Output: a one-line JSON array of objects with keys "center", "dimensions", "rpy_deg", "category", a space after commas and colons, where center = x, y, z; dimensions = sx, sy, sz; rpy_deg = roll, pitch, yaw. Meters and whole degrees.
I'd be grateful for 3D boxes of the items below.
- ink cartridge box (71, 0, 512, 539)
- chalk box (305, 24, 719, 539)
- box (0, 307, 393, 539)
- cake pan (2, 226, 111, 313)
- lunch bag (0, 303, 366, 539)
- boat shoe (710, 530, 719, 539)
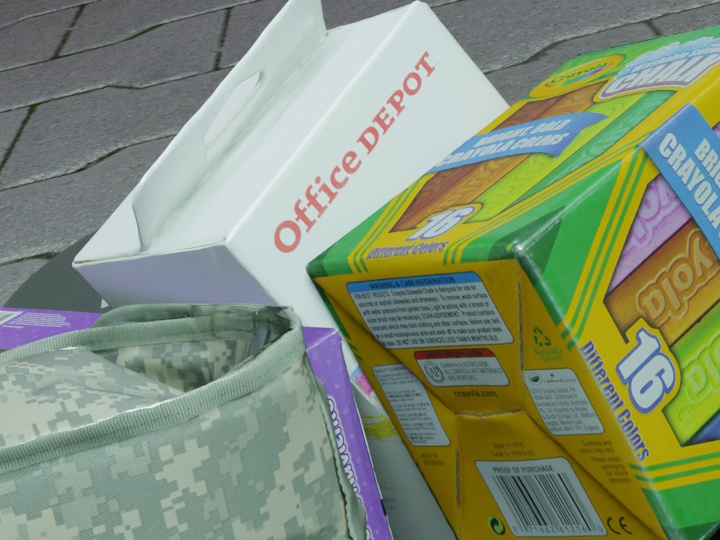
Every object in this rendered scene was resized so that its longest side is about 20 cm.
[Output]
[{"center": [0.000, 0.000, 0.851], "dimensions": [0.129, 0.200, 0.125], "rpy_deg": [-52, 23, -26], "category": "ink cartridge box"}, {"center": [0.107, -0.007, 0.776], "dimensions": [0.200, 0.124, 0.125], "rpy_deg": [-40, 18, -31], "category": "chalk box"}, {"center": [-0.073, 0.086, 0.824], "dimensions": [0.199, 0.138, 0.039], "rpy_deg": [2, 24, 44], "category": "box"}, {"center": [-0.114, 0.022, 1.162], "dimensions": [0.199, 0.037, 0.201], "rpy_deg": [-20, 28, 11], "category": "cake pan"}, {"center": [-0.090, 0.109, 0.715], "dimensions": [0.199, 0.165, 0.118], "rpy_deg": [-15, 18, -3], "category": "lunch bag"}, {"center": [0.164, 0.074, 0.787], "dimensions": [0.059, 0.072, 0.200], "rpy_deg": [-2, 25, 43], "category": "boat shoe"}]
